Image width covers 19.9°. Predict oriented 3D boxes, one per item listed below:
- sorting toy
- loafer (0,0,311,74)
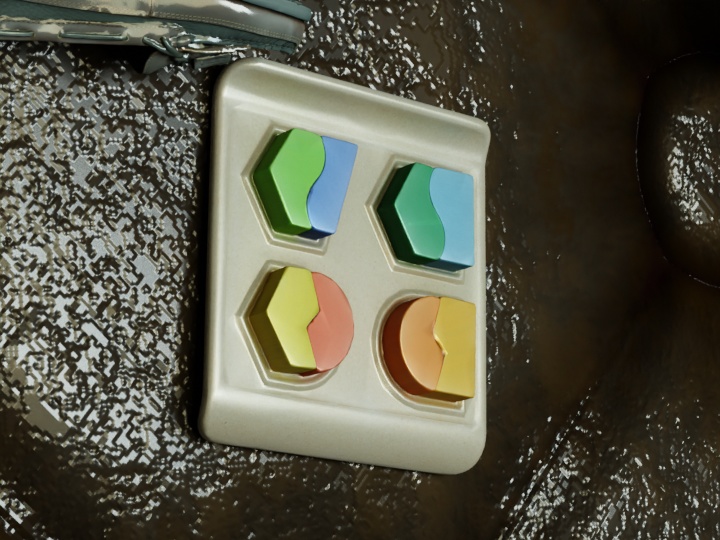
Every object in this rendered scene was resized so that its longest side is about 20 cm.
[{"bbox_3d":[0.000,0.000,1.093,0.184,0.036,0.201,12,76,-36],"label":"sorting toy"},{"bbox_3d":[-0.121,-0.126,1.011,0.199,0.072,0.063,11,96,-29],"label":"loafer"}]
